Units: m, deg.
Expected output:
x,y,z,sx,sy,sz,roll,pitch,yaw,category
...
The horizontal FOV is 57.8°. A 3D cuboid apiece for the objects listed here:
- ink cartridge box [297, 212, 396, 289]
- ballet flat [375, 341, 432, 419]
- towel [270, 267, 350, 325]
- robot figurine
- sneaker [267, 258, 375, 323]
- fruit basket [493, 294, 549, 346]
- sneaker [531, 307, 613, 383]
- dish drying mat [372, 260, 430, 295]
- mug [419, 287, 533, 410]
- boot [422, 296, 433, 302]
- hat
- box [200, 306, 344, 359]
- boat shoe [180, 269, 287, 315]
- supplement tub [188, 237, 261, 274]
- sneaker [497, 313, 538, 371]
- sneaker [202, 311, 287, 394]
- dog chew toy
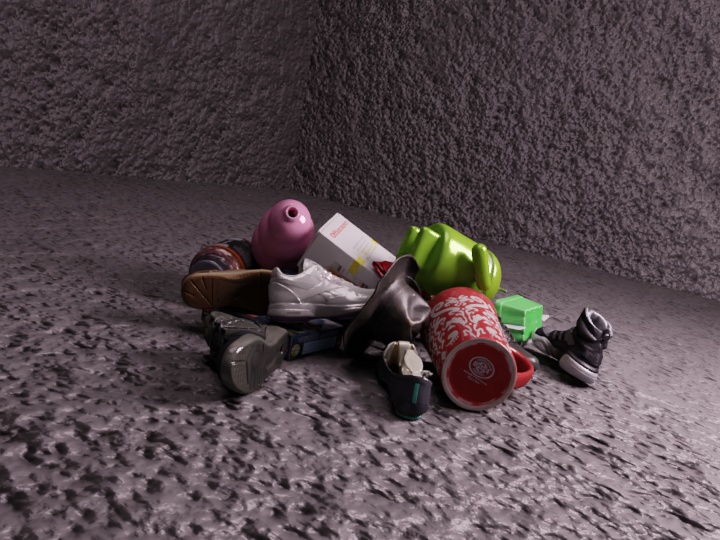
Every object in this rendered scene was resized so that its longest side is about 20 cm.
x,y,z,sx,sy,sz,roll,pitch,yaw,category
0.000,0.000,1.192,0.199,0.084,0.145,38,21,0,ink cartridge box
0.064,0.140,0.922,0.072,0.074,0.200,9,10,-7,ballet flat
-0.071,0.050,1.195,0.197,0.049,0.112,23,8,-19,towel
0.160,-0.004,1.134,0.198,0.117,0.175,27,-7,-23,robot figurine
-0.049,0.029,1.027,0.196,0.102,0.075,-1,-9,-21,sneaker
0.265,0.102,1.341,0.197,0.096,0.184,-2,2,34,fruit basket
0.391,0.120,1.190,0.075,0.115,0.200,28,8,-16,sneaker
0.099,0.015,1.178,0.199,0.018,0.077,7,39,-55,dish drying mat
0.183,0.116,0.987,0.174,0.136,0.200,-1,14,1,mug
0.115,0.062,1.273,0.073,0.077,0.199,0,19,43,boot
0.058,0.076,1.006,0.080,0.203,0.200,36,19,19,hat
-0.145,0.087,1.074,0.198,0.038,0.136,18,12,33,box
-0.189,0.027,1.052,0.196,0.074,0.072,0,14,-19,boat shoe
-0.258,0.000,1.234,0.105,0.109,0.200,11,10,4,supplement tub
0.228,0.117,1.140,0.075,0.092,0.199,13,7,-44,sneaker
-0.172,0.106,0.858,0.112,0.078,0.199,10,7,7,sneaker
-0.139,-0.067,1.219,0.122,0.127,0.200,8,-22,-10,dog chew toy
